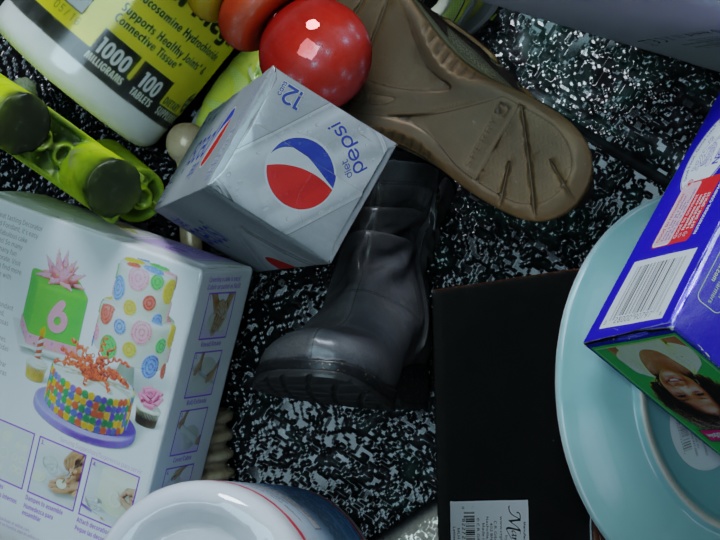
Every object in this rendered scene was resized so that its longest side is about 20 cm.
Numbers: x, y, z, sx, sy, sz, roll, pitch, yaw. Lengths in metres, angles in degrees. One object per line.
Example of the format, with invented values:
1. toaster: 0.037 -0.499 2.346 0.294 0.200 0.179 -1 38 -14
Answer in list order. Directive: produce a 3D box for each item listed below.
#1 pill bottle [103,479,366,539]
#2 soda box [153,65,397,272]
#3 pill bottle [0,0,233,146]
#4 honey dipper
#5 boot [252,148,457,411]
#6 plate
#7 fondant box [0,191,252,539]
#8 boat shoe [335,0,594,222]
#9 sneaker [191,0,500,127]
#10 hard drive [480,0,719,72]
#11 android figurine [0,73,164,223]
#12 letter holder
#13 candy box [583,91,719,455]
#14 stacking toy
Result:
1. pill bottle: -0.051 0.159 0.949 0.108 0.200 0.110 -2 83 13
2. soda box: -0.046 -0.043 0.934 0.068 0.200 0.064 31 82 -11
3. pill bottle: -0.095 -0.176 1.045 0.112 0.112 0.200 40 93 14
4. honey dipper: -0.089 0.022 1.041 0.038 0.038 0.201 -1 94 13
5. boot: 0.000 0.000 0.959 0.069 0.200 0.133 8 89 9
6. plate: 0.178 0.059 0.932 0.026 0.199 0.202 -13 77 56
7. fondant box: -0.151 0.074 1.025 0.144 0.058 0.201 19 100 26
8. boat shoe: 0.034 -0.092 0.967 0.199 0.072 0.072 34 100 14
9. sneaker: -0.016 -0.121 1.039 0.200 0.076 0.076 -38 79 8
10. hard drive: 0.130 -0.134 0.930 0.199 0.132 0.026 13 86 -25
11. android figurine: -0.187 -0.086 1.025 0.041 0.182 0.200 -55 33 -1
12. letter holder: 0.120 0.109 0.979 0.100 0.142 0.201 -9 79 44
13. candy box: 0.228 0.020 0.900 0.200 0.077 0.170 38 69 -16
14. stacking toy: -0.071 -0.153 0.934 0.085 0.085 0.200 -42 74 5
